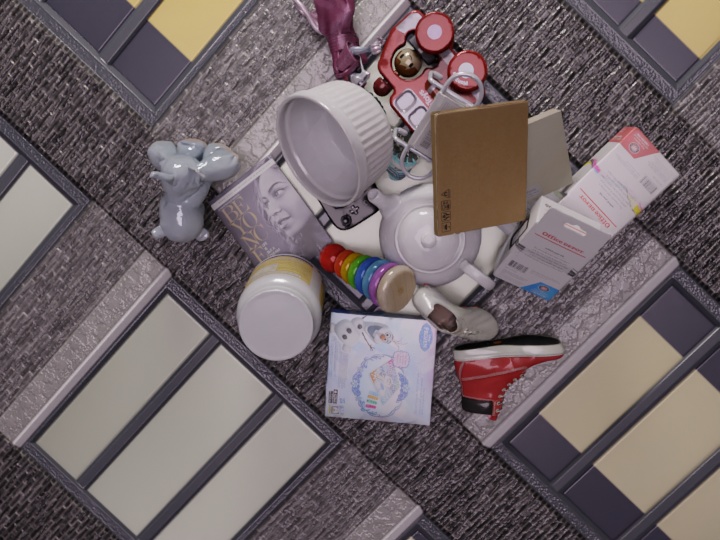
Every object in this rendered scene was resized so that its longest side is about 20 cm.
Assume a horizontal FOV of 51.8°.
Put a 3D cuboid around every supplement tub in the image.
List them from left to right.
[{"bbox_3d":[-0.137,0.062,1.294,0.145,0.200,0.146,0,106,0],"label":"supplement tub"}]

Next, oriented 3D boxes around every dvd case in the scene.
[{"bbox_3d":[-0.166,-0.090,1.378,0.148,0.016,0.200,-36,93,9],"label":"dvd case"}]

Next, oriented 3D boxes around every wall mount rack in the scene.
[{"bbox_3d":[0.156,-0.229,1.217,0.173,0.075,0.200,29,121,-9],"label":"wall mount rack"}]

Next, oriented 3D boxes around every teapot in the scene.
[{"bbox_3d":[0.124,-0.056,1.290,0.199,0.146,0.198,-6,97,5],"label":"teapot"}]

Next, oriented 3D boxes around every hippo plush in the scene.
[{"bbox_3d":[-0.294,-0.132,1.318,0.159,0.200,0.162,-4,118,-17],"label":"hippo plush"}]

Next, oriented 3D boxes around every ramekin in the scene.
[{"bbox_3d":[-0.037,-0.218,1.234,0.105,0.200,0.201,-36,94,-32],"label":"ramekin"}]

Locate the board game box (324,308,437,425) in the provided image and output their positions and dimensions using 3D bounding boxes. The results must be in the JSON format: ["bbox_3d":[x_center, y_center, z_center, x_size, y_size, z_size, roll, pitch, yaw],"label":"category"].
[{"bbox_3d":[0.039,0.179,1.381,0.198,0.043,0.201,5,98,5],"label":"board game box"}]

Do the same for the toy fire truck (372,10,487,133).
[{"bbox_3d":[0.113,-0.332,1.268,0.168,0.112,0.200,-41,91,8],"label":"toy fire truck"}]

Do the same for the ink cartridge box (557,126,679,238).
[{"bbox_3d":[0.430,-0.137,1.286,0.200,0.068,0.116,-44,97,8],"label":"ink cartridge box"}]

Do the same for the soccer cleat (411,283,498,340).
[{"bbox_3d":[0.171,0.090,1.307,0.199,0.078,0.069,26,114,-30],"label":"soccer cleat"}]

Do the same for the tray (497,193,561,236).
[{"bbox_3d":[0.293,-0.103,1.299,0.200,0.022,0.108,36,98,-18],"label":"tray"}]

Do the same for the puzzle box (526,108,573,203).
[{"bbox_3d":[0.254,-0.172,1.233,0.199,0.025,0.134,-23,117,-11],"label":"puzzle box"}]

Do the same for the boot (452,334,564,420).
[{"bbox_3d":[0.276,0.198,1.350,0.199,0.072,0.145,-9,97,15],"label":"boot"}]

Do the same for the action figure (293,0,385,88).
[{"bbox_3d":[-0.035,-0.392,1.265,0.148,0.134,0.201,-10,94,7],"label":"action figure"}]

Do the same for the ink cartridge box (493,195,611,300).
[{"bbox_3d":[0.322,-0.046,1.247,0.116,0.068,0.200,24,142,-5],"label":"ink cartridge box"}]

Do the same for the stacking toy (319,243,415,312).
[{"bbox_3d":[0.000,0.000,1.306,0.200,0.085,0.086,27,102,40],"label":"stacking toy"}]

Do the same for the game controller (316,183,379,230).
[{"bbox_3d":[-0.046,-0.176,1.342,0.104,0.042,0.200,-31,94,9],"label":"game controller"}]

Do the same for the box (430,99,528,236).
[{"bbox_3d":[0.192,-0.162,1.185,0.163,0.021,0.201,-11,114,-16],"label":"box"}]

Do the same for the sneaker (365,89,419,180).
[{"bbox_3d":[0.017,-0.237,1.311,0.077,0.086,0.200,-30,71,-31],"label":"sneaker"}]
